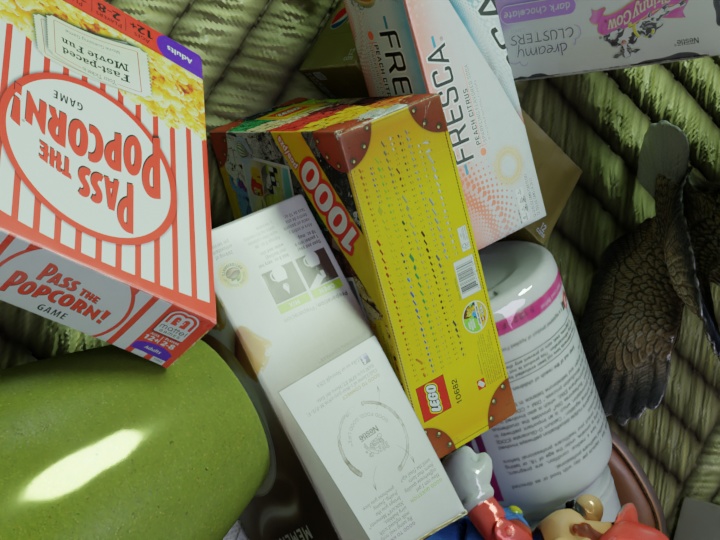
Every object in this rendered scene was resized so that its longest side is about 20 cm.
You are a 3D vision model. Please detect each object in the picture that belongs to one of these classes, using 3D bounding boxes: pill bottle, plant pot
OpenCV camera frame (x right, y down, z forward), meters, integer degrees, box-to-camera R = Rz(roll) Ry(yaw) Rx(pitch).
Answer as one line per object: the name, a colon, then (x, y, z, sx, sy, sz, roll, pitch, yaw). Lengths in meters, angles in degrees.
pill bottle: (0.107, 0.093, 0.919, 0.113, 0.113, 0.202, -32, 112, -28)
plant pot: (-0.152, 0.121, 0.692, 0.199, 0.186, 0.189, -30, 111, -29)

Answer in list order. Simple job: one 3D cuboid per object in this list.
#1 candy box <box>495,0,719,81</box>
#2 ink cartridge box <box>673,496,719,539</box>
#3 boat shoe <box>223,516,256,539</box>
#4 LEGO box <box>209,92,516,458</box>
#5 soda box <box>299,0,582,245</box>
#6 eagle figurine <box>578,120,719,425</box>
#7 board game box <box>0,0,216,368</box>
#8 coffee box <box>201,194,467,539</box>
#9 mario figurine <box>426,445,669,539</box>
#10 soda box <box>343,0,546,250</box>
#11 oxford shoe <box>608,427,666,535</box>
candy box: (0.183, -0.173, 0.874, 0.199, 0.166, 0.073, -24, 108, -57)
ink cartridge box: (0.300, 0.301, 1.103, 0.116, 0.067, 0.203, 20, 83, -35)
boat shoe: (-0.078, 0.158, 0.819, 0.199, 0.069, 0.072, 24, 82, -34)
LEGO box: (0.000, 0.000, 0.812, 0.077, 0.148, 0.203, -24, 107, -30)
soda box: (0.057, -0.098, 0.892, 0.200, 0.067, 0.065, 39, 72, -31)
eagle figurine: (0.238, -0.004, 0.979, 0.200, 0.150, 0.153, -40, 127, -33)
board game box: (-0.150, -0.064, 0.692, 0.150, 0.046, 0.202, 26, 40, -35)
coffee box: (-0.039, 0.077, 0.769, 0.079, 0.114, 0.202, -24, 81, -31)
mario figurine: (0.102, 0.170, 0.864, 0.123, 0.197, 0.108, 25, 70, -71)
soda box: (0.047, -0.114, 0.804, 0.068, 0.063, 0.202, -25, 109, -31)
oxford shoe: (0.186, 0.203, 1.014, 0.071, 0.071, 0.202, -28, 111, -26)
